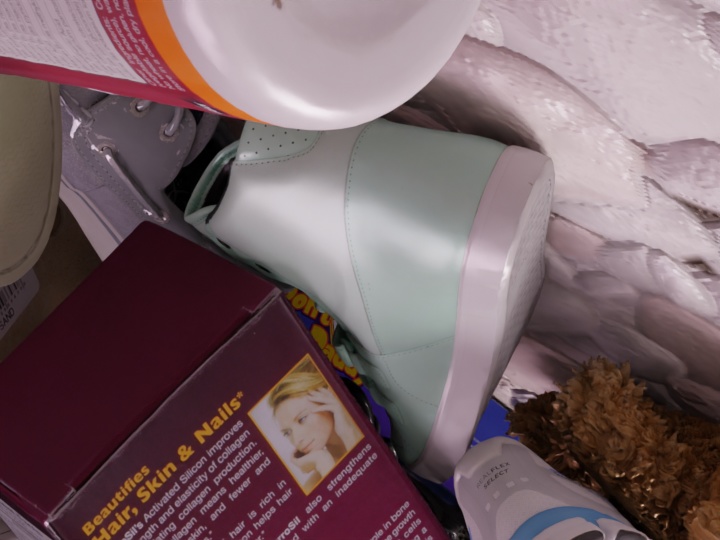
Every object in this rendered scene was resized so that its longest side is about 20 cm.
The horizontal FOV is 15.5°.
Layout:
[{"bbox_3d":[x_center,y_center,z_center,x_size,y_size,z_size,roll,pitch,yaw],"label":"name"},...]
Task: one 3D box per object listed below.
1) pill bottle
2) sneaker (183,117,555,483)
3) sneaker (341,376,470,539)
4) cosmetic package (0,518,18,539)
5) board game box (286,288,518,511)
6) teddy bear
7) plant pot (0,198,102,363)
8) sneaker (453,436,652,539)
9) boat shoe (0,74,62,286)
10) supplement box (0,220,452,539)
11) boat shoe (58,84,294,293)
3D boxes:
[{"bbox_3d":[-0.068,-0.102,0.693,0.200,0.110,0.110,14,156,45],"label":"pill bottle"},{"bbox_3d":[0.000,0.000,0.923,0.118,0.074,0.201,21,152,9],"label":"sneaker"},{"bbox_3d":[-0.001,0.103,1.063,0.199,0.076,0.114,39,168,-7],"label":"sneaker"},{"bbox_3d":[-0.135,0.079,1.089,0.200,0.082,0.051,-131,27,-63],"label":"cosmetic package"},{"bbox_3d":[-0.032,0.038,1.143,0.200,0.045,0.134,38,162,-22],"label":"board game box"},{"bbox_3d":[0.129,0.081,0.983,0.145,0.067,0.200,41,169,-2],"label":"teddy bear"},{"bbox_3d":[-0.211,0.000,1.039,0.176,0.200,0.200,6,132,30],"label":"plant pot"},{"bbox_3d":[0.088,0.122,0.968,0.087,0.075,0.200,52,175,41],"label":"sneaker"},{"bbox_3d":[-0.156,-0.087,0.847,0.066,0.075,0.200,4,126,39],"label":"boat shoe"},{"bbox_3d":[-0.044,0.095,0.934,0.086,0.110,0.200,27,156,49],"label":"supplement box"},{"bbox_3d":[-0.080,-0.055,0.945,0.071,0.070,0.201,-7,141,26],"label":"boat shoe"}]
